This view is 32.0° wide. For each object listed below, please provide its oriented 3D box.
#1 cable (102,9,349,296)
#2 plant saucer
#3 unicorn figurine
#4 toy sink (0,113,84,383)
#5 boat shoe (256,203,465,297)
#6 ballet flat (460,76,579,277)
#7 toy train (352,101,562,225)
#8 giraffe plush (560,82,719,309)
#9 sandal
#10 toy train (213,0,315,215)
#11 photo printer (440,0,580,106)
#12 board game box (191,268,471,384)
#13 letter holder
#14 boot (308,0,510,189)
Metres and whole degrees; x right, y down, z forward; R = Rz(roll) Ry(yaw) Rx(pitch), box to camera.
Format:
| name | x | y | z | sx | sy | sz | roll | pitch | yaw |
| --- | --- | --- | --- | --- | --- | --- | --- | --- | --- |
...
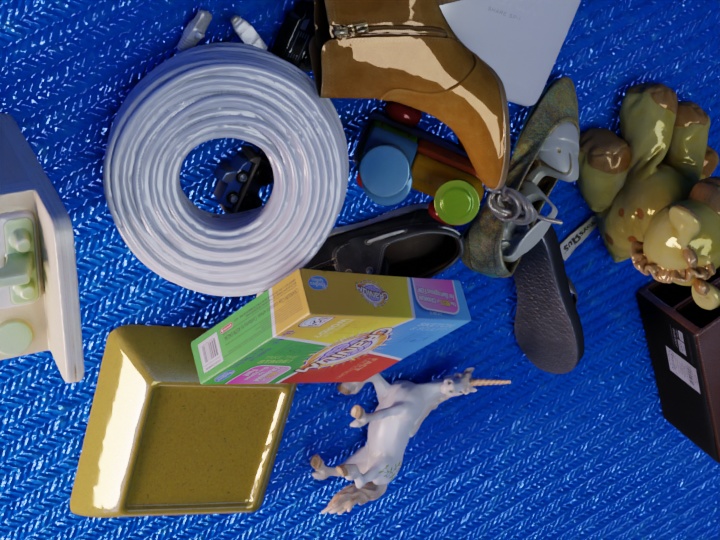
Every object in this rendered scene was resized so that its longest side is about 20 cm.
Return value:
| name | x | y | z | sx | sy | sz | roll | pitch | yaw |
| --- | --- | --- | --- | --- | --- | --- | --- | --- | --- |
| cable | -0.105 | -0.078 | 1.007 | 0.200 | 0.069 | 0.200 | 39 | 101 | -19 |
| plant saucer | -0.150 | 0.152 | 1.157 | 0.198 | 0.048 | 0.202 | 4 | 115 | -31 |
| unicorn figurine | 0.033 | 0.153 | 1.252 | 0.137 | 0.074 | 0.201 | 6 | 128 | -41 |
| toy sink | -0.279 | -0.011 | 0.897 | 0.111 | 0.200 | 0.131 | -12 | 123 | -23 |
| boat shoe | 0.000 | 0.000 | 1.142 | 0.199 | 0.068 | 0.072 | -23 | 127 | -14 |
| ballet flat | 0.164 | -0.081 | 1.166 | 0.070 | 0.071 | 0.201 | 31 | 89 | -37 |
| toy train | 0.089 | -0.068 | 1.073 | 0.198 | 0.116 | 0.085 | 23 | 108 | -3 |
| giraffe plush | 0.298 | -0.057 | 1.211 | 0.172 | 0.162 | 0.201 | 23 | 104 | -36 |
| sandal | 0.190 | 0.023 | 1.260 | 0.043 | 0.076 | 0.201 | -43 | 135 | -35 |
| toy train | -0.076 | -0.130 | 1.046 | 0.045 | 0.034 | 0.201 | 15 | 108 | -30 |
| photo printer | 0.115 | -0.252 | 1.058 | 0.165 | 0.069 | 0.201 | 11 | 111 | -32 |
| board game box | -0.023 | 0.052 | 1.097 | 0.199 | 0.041 | 0.153 | 4 | 152 | -45 |
| letter holder | 0.406 | 0.085 | 1.394 | 0.141 | 0.101 | 0.201 | -31 | 127 | -12 |
| boot | 0.036 | -0.148 | 0.992 | 0.143 | 0.071 | 0.203 | -15 | 105 | -12 |
